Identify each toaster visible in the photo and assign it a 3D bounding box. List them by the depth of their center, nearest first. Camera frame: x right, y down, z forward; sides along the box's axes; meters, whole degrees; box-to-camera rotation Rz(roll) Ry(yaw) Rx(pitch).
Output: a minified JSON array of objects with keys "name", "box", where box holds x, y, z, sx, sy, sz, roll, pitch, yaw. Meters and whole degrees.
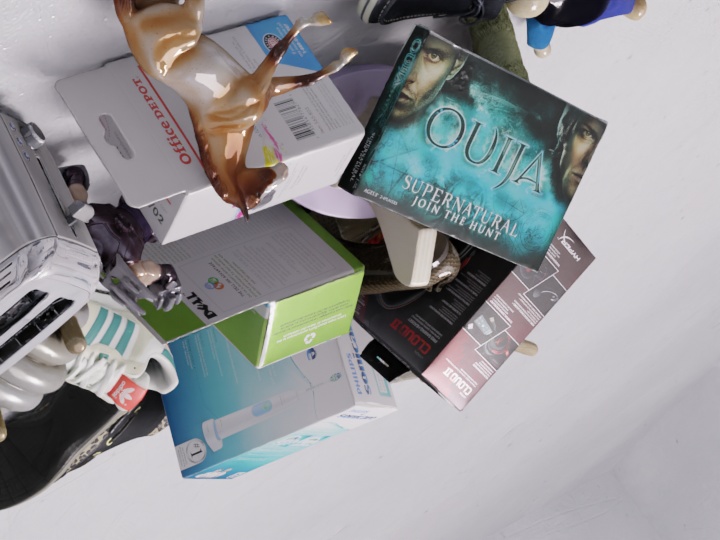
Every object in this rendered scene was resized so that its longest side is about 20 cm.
[{"name":"toaster","box":[-0.269,-0.003,1.089,0.200,0.129,0.114,-38,161,7]}]

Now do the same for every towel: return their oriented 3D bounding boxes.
[{"name":"towel","box":[0.127,-0.147,1.419,0.036,0.149,0.200,-17,162,3]}]

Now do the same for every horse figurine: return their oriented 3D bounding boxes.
[{"name":"horse figurine","box":[-0.093,-0.145,1.065,0.132,0.050,0.200,-42,119,5]}]

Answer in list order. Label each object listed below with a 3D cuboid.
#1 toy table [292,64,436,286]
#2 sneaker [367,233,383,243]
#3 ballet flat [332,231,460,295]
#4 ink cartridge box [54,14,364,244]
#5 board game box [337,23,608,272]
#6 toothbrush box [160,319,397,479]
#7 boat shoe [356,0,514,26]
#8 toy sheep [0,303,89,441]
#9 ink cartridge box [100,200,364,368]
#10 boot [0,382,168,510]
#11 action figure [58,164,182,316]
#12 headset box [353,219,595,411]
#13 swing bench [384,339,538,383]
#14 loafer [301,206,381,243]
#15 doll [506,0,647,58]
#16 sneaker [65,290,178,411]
[{"name":"toy table","box":[0.031,-0.093,1.330,0.199,0.117,0.185,-16,117,-29]},{"name":"sneaker","box":[0.066,-0.089,1.594,0.200,0.073,0.077,-39,178,31]},{"name":"ballet flat","box":[0.000,0.000,1.424,0.199,0.068,0.046,-5,140,33]},{"name":"ink cartridge box","box":[-0.111,-0.096,1.161,0.199,0.115,0.068,-21,158,-35]},{"name":"board game box","box":[0.091,-0.091,1.275,0.199,0.028,0.136,20,98,-37]},{"name":"toothbrush box","box":[-0.084,0.094,1.535,0.199,0.147,0.085,-26,162,26]},{"name":"boat shoe","box":[0.086,-0.226,1.277,0.199,0.062,0.075,-23,160,-30]},{"name":"toy sheep","box":[-0.269,0.048,1.208,0.200,0.138,0.138,-43,161,5]},{"name":"ink cartridge box","box":[-0.121,0.011,1.335,0.199,0.148,0.076,-21,139,-35]},{"name":"boot","box":[-0.264,0.159,1.585,0.203,0.074,0.154,-39,164,14]},{"name":"action figure","box":[-0.158,-0.038,1.198,0.069,0.130,0.200,-27,-169,44]},{"name":"headset box","box":[0.081,0.014,1.442,0.200,0.149,0.075,-48,133,-2]},{"name":"swing bench","box":[0.036,0.047,1.636,0.198,0.131,0.200,-11,177,38]},{"name":"loafer","box":[-0.004,-0.062,1.497,0.200,0.076,0.067,-46,165,27]},{"name":"doll","box":[0.193,-0.241,1.451,0.200,0.049,0.137,-14,151,-49]},{"name":"sneaker","box":[-0.223,0.072,1.408,0.070,0.094,0.200,-42,161,19]}]
